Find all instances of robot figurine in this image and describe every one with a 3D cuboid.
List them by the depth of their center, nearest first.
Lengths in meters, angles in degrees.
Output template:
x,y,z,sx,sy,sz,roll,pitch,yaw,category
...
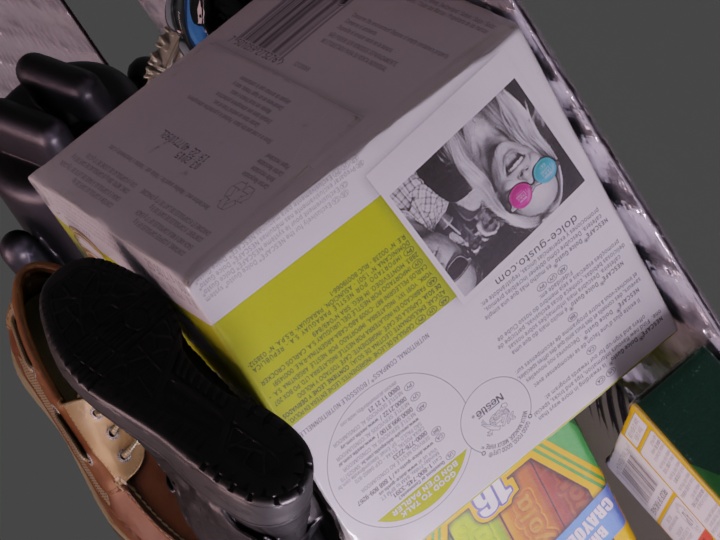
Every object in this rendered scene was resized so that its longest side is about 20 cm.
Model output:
x,y,z,sx,sy,sz,roll,pitch,yaw,category
-0.187,-0.066,1.947,0.200,0.150,0.125,61,-175,-51,robot figurine

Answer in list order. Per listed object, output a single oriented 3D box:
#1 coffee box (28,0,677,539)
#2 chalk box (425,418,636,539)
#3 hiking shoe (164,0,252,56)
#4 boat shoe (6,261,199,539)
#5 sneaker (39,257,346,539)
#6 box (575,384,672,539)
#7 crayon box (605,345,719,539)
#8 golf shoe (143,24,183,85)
x,y,z,sx,sy,sz,roll,pitch,yaw,category
-0.004,-0.009,1.370,0.200,0.200,0.198,32,158,57,coffee box
0.068,0.156,1.459,0.124,0.125,0.200,27,152,57,chalk box
-0.043,-0.092,1.575,0.200,0.074,0.087,52,169,1,hiking shoe
-0.116,0.072,1.370,0.200,0.076,0.074,44,165,28,boat shoe
-0.072,0.086,1.281,0.200,0.060,0.104,41,159,23,sneaker
0.147,0.130,1.536,0.200,0.068,0.082,49,168,12,box
0.210,0.141,1.372,0.200,0.052,0.126,50,168,13,crayon box
-0.083,-0.085,1.755,0.078,0.097,0.201,8,120,21,golf shoe
